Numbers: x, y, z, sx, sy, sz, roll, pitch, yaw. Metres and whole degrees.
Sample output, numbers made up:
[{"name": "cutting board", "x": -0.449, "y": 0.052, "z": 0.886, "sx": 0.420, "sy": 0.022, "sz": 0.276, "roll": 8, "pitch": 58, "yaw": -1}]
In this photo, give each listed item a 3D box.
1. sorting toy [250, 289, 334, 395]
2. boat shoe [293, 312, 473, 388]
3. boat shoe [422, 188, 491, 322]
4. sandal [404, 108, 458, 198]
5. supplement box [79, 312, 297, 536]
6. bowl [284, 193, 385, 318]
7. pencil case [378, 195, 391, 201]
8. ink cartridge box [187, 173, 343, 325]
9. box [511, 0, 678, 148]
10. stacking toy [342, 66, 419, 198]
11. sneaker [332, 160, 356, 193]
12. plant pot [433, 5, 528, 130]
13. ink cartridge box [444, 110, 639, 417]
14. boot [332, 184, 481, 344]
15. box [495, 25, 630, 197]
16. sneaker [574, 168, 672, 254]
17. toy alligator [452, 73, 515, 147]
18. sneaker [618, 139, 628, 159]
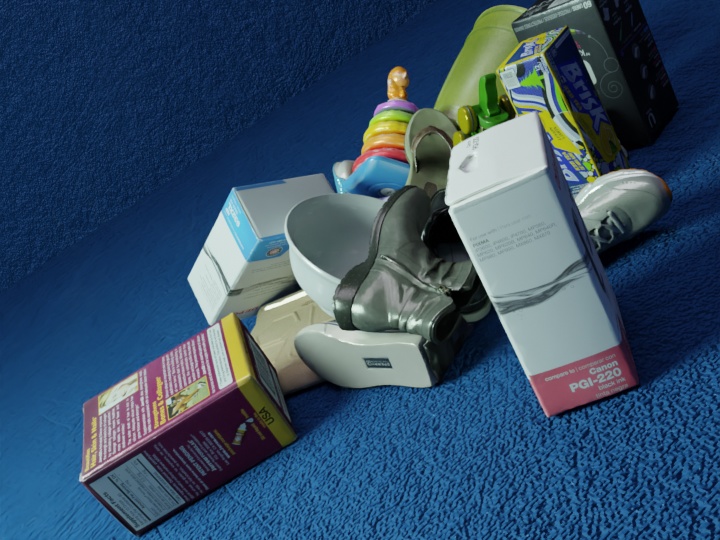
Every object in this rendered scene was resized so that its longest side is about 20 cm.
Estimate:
[{"name": "sorting toy", "x": -0.078, "y": 0.089, "z": 1.045, "sx": 0.184, "sy": 0.037, "sz": 0.201, "roll": -22, "pitch": 26, "yaw": 24}, {"name": "boat shoe", "x": 0.026, "y": 0.070, "z": 0.887, "sx": 0.198, "sy": 0.075, "sz": 0.093, "roll": 3, "pitch": 33, "yaw": 41}, {"name": "boat shoe", "x": 0.104, "y": -0.037, "z": 0.931, "sx": 0.074, "sy": 0.067, "sz": 0.201, "roll": -6, "pitch": 44, "yaw": 9}, {"name": "sandal", "x": 0.096, "y": -0.141, "z": 1.074, "sx": 0.079, "sy": 0.058, "sz": 0.202, "roll": 7, "pitch": 47, "yaw": -2}, {"name": "supplement box", "x": -0.183, "y": 0.159, "z": 0.892, "sx": 0.199, "sy": 0.104, "sz": 0.131, "roll": -30, "pitch": 32, "yaw": 1}, {"name": "bowl", "x": 0.000, "y": 0.000, "z": 0.992, "sx": 0.199, "sy": 0.091, "sz": 0.202, "roll": 12, "pitch": 33, "yaw": -8}, {"name": "pencil case", "x": 0.006, "y": -0.052, "z": 1.192, "sx": 0.199, "sy": 0.085, "sz": 0.085, "roll": -8, "pitch": 67, "yaw": 48}, {"name": "ink cartridge box", "x": -0.124, "y": -0.026, "z": 1.114, "sx": 0.144, "sy": 0.084, "sz": 0.200, "roll": -15, "pitch": -25, "yaw": -38}, {"name": "box", "x": 0.297, "y": -0.258, "z": 1.068, "sx": 0.122, "sy": 0.201, "sz": 0.106, "roll": -8, "pitch": 30, "yaw": 48}, {"name": "stacking toy", "x": 0.048, "y": -0.198, "z": 1.193, "sx": 0.116, "sy": 0.109, "sz": 0.202, "roll": 144, "pitch": 136, "yaw": -59}, {"name": "sneaker", "x": 0.020, "y": -0.137, "z": 1.294, "sx": 0.080, "sy": 0.077, "sz": 0.200, "roll": -13, "pitch": 2, "yaw": 24}, {"name": "plant pot", "x": 0.193, "y": -0.237, "z": 1.219, "sx": 0.193, "sy": 0.201, "sz": 0.200, "roll": -50, "pitch": 25, "yaw": -18}, {"name": "ink cartridge box", "x": 0.148, "y": -0.010, "z": 0.694, "sx": 0.084, "sy": 0.201, "sz": 0.146, "roll": -23, "pitch": 21, "yaw": 19}, {"name": "boot", "x": 0.068, "y": -0.005, "z": 0.848, "sx": 0.129, "sy": 0.068, "sz": 0.201, "roll": 5, "pitch": 47, "yaw": 29}, {"name": "box", "x": 0.227, "y": -0.155, "z": 0.922, "sx": 0.064, "sy": 0.201, "sz": 0.070, "roll": -8, "pitch": 31, "yaw": 45}, {"name": "sneaker", "x": 0.217, "y": -0.025, "z": 0.843, "sx": 0.199, "sy": 0.076, "sz": 0.092, "roll": -28, "pitch": 26, "yaw": 33}, {"name": "toy alligator", "x": 0.141, "y": -0.136, "z": 0.962, "sx": 0.059, "sy": 0.201, "sz": 0.055, "roll": -16, "pitch": 58, "yaw": -12}, {"name": "sneaker", "x": 0.228, "y": -0.124, "z": 1.018, "sx": 0.200, "sy": 0.087, "sz": 0.080, "roll": -39, "pitch": 21, "yaw": -22}]
